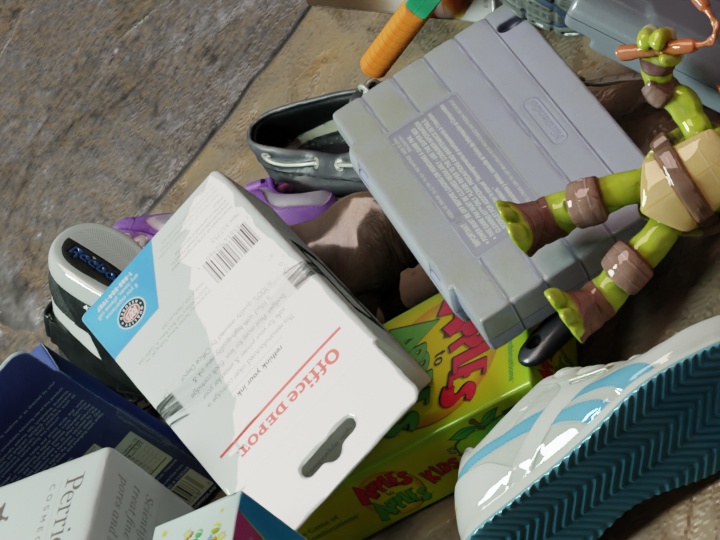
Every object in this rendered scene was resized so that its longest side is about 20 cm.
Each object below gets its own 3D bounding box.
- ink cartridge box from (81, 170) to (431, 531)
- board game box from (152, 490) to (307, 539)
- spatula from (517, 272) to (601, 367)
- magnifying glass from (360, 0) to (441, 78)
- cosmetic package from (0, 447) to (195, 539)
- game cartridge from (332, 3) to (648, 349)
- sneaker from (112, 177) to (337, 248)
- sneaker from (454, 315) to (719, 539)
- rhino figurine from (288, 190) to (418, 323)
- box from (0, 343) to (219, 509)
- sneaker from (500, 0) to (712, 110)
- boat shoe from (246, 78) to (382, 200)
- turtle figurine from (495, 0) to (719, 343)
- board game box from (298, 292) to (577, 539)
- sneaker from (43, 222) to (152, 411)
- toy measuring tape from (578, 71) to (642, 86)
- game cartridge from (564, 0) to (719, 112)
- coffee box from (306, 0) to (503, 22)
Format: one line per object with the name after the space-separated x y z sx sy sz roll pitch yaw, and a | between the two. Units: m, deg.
-0.046 0.054 1.458 0.116 0.068 0.200 -47 54 5 | ink cartridge box
-0.046 0.233 1.324 0.064 0.147 0.201 -26 40 33 | board game box
0.156 -0.014 1.422 0.200 0.021 0.056 -37 30 -15 | spatula
0.042 -0.167 1.576 0.080 0.022 0.200 -57 2 -31 | magnifying glass
-0.163 0.225 1.454 0.199 0.165 0.166 -23 42 34 | cosmetic package
0.076 -0.053 1.461 0.129 0.038 0.200 -35 44 1 | game cartridge
-0.077 -0.016 1.685 0.199 0.081 0.089 4 54 45 | sneaker
0.126 0.074 1.348 0.199 0.076 0.081 -35 33 18 | sneaker
0.000 0.000 1.545 0.199 0.088 0.060 -19 13 19 | rhino figurine
-0.178 0.117 1.548 0.121 0.200 0.032 -45 49 5 | box
0.162 -0.152 1.460 0.199 0.075 0.087 30 78 15 | sneaker
0.009 -0.082 1.652 0.199 0.063 0.073 -9 50 45 | boat shoe
0.151 -0.048 1.351 0.161 0.201 0.064 -31 3 8 | turtle figurine
0.026 0.078 1.486 0.199 0.048 0.102 -30 37 28 | board game box
-0.114 0.065 1.655 0.073 0.112 0.200 -31 57 -32 | sneaker
0.116 -0.075 1.534 0.199 0.074 0.074 -4 52 26 | toy measuring tape
0.197 -0.169 1.426 0.201 0.133 0.041 -64 3 -38 | game cartridge
0.051 -0.213 1.674 0.200 0.079 0.115 12 106 54 | coffee box
